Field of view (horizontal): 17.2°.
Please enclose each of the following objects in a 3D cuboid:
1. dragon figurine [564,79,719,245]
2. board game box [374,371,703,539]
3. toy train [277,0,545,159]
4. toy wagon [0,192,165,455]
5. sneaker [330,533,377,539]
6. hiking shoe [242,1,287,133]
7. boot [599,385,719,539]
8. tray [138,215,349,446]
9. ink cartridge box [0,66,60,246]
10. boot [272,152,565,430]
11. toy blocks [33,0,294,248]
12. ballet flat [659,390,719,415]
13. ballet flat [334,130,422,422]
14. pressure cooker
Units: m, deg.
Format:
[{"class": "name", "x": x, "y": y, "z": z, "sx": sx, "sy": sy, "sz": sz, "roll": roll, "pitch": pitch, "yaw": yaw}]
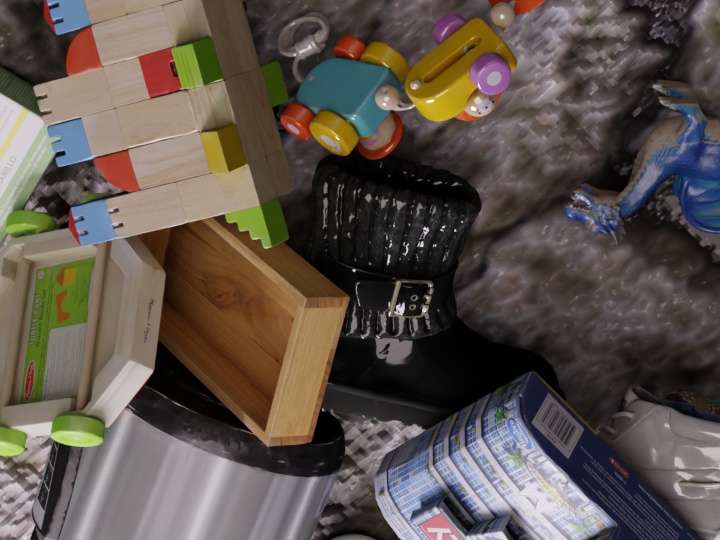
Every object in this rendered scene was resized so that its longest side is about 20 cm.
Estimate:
[{"class": "dragon figurine", "x": 0.225, "y": -0.061, "z": 1.472, "sx": 0.199, "sy": 0.059, "sz": 0.100, "roll": 2, "pitch": 112, "yaw": -4}, {"class": "board game box", "x": 0.101, "y": 0.183, "z": 1.477, "sx": 0.200, "sy": 0.062, "sz": 0.200, "roll": 44, "pitch": 136, "yaw": -10}, {"class": "toy train", "x": 0.045, "y": -0.135, "z": 1.444, "sx": 0.199, "sy": 0.151, "sz": 0.056, "roll": -21, "pitch": 131, "yaw": 22}, {"class": "toy wagon", "x": -0.206, "y": 0.038, "z": 1.493, "sx": 0.200, "sy": 0.156, "sz": 0.040, "roll": -10, "pitch": 156, "yaw": 38}, {"class": "sneaker", "x": -0.004, "y": 0.285, "z": 1.627, "sx": 0.073, "sy": 0.080, "sz": 0.201, "roll": -7, "pitch": 111, "yaw": 8}, {"class": "hiking shoe", "x": -0.116, "y": -0.165, "z": 1.480, "sx": 0.086, "sy": 0.074, "sz": 0.200, "roll": -20, "pitch": 116, "yaw": 5}, {"class": "boot", "x": 0.165, "y": 0.119, "z": 1.505, "sx": 0.199, "sy": 0.073, "sz": 0.096, "roll": 8, "pitch": 97, "yaw": 29}, {"class": "tray", "x": -0.083, "y": 0.017, "z": 1.482, "sx": 0.037, "sy": 0.200, "sz": 0.099, "roll": -1, "pitch": 116, "yaw": -35}, {"class": "ink cartridge box", "x": -0.304, "y": -0.091, "z": 1.539, "sx": 0.200, "sy": 0.048, "sz": 0.146, "roll": 31, "pitch": 112, "yaw": -8}, {"class": "boot", "x": 0.053, "y": 0.017, "z": 1.493, "sx": 0.210, "sy": 0.079, "sz": 0.158, "roll": 9, "pitch": 106, "yaw": -27}, {"class": "toy blocks", "x": -0.128, "y": -0.102, "z": 1.413, "sx": 0.136, "sy": 0.100, "sz": 0.201, "roll": -12, "pitch": 98, "yaw": 26}, {"class": "ballet flat", "x": 0.207, "y": 0.173, "z": 1.566, "sx": 0.065, "sy": 0.071, "sz": 0.201, "roll": 5, "pitch": 118, "yaw": -19}, {"class": "ballet flat", "x": 0.000, "y": 0.000, "z": 1.536, "sx": 0.067, "sy": 0.046, "sz": 0.201, "roll": -4, "pitch": 111, "yaw": -22}, {"class": "pressure cooker", "x": -0.118, "y": 0.162, "z": 1.528, "sx": 0.178, "sy": 0.176, "sz": 0.201, "roll": 33, "pitch": 107, "yaw": 41}]
